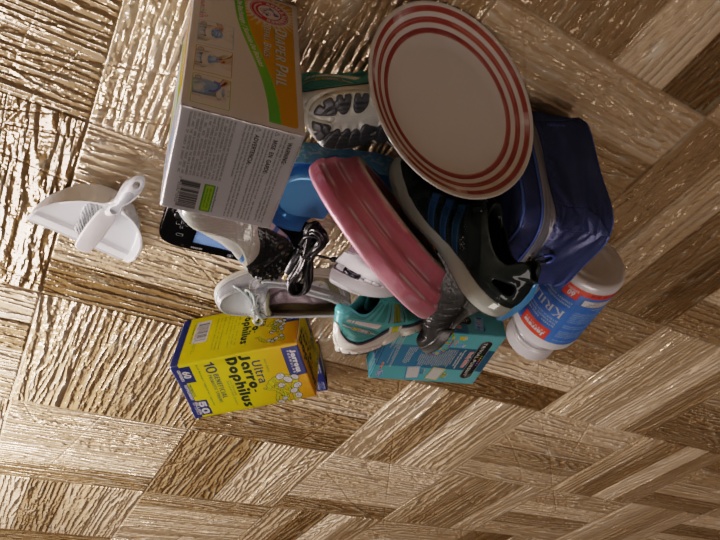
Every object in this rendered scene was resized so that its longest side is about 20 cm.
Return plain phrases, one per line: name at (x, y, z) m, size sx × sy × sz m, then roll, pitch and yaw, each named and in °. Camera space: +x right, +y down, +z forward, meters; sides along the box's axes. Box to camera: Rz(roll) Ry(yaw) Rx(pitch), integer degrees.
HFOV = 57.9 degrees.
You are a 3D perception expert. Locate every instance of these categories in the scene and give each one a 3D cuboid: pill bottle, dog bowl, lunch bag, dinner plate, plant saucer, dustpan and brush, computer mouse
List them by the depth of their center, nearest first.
dinner plate at (0.088, -0.163, 0.631) m, size 0.196 × 0.205 × 0.024 m, roll 17°, pitch 158°, yaw -27°
plant saucer at (0.026, -0.044, 0.684) m, size 0.051 × 0.202 × 0.200 m, roll -38°, pitch 134°, yaw 11°
lunch bag at (0.182, -0.079, 0.731) m, size 0.129 × 0.204 × 0.137 m, roll 8°, pitch 145°, yaw -13°
dustpan and brush at (-0.308, -0.070, 0.786) m, size 0.138 × 0.058 × 0.199 m, roll 27°, pitch 130°, yaw -33°
dog bowl at (-0.028, -0.099, 0.798) m, size 0.195 × 0.050 × 0.113 m, roll 6°, pitch 139°, yaw -14°
computer mouse at (0.000, 0.000, 0.837) m, size 0.196 × 0.044 × 0.111 m, roll 8°, pitch 128°, yaw -32°
pill bottle at (0.293, 0.046, 0.965) m, size 0.109 × 0.114 × 0.202 m, roll 5°, pitch 139°, yaw -14°

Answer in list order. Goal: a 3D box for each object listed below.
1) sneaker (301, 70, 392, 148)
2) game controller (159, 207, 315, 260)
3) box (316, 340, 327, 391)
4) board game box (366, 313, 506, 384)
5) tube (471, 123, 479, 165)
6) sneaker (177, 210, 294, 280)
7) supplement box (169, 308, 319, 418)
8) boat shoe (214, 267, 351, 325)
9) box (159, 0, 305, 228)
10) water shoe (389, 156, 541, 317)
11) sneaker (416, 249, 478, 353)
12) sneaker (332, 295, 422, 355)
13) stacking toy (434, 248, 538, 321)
sneaker at (0.022, -0.179, 0.677) m, size 0.196 × 0.080 × 0.079 m, roll -6°, pitch 135°, yaw -32°
game controller at (-0.159, -0.048, 0.849) m, size 0.196 × 0.043 × 0.105 m, roll 13°, pitch 137°, yaw -21°
box at (-0.160, 0.175, 1.124) m, size 0.194 × 0.033 × 0.123 m, roll -7°, pitch 140°, yaw 0°
board game box at (0.123, 0.127, 1.093) m, size 0.195 × 0.048 × 0.152 m, roll 6°, pitch 139°, yaw -15°
tube at (0.099, -0.105, 0.748) m, size 0.049 × 0.079 × 0.200 m, roll -10°, pitch 166°, yaw -10°
sneaker at (-0.144, -0.054, 0.778) m, size 0.071 × 0.073 × 0.200 m, roll -35°, pitch 140°, yaw 9°
supplement box at (-0.170, 0.133, 0.992) m, size 0.195 × 0.111 × 0.111 m, roll -12°, pitch 123°, yaw 7°
boat shoe at (-0.111, 0.040, 0.935) m, size 0.196 × 0.066 × 0.076 m, roll 0°, pitch 131°, yaw -9°
box at (-0.116, -0.158, 0.595) m, size 0.099 × 0.203 × 0.113 m, roll 10°, pitch 137°, yaw -20°
water shoe at (0.108, -0.052, 0.664) m, size 0.079 × 0.202 × 0.071 m, roll -44°, pitch 161°, yaw 30°
sneaker at (0.103, 0.025, 0.854) m, size 0.103 × 0.061 × 0.200 m, roll 33°, pitch 134°, yaw -7°
sneaker at (0.041, 0.054, 0.929) m, size 0.198 × 0.077 × 0.082 m, roll -22°, pitch 113°, yaw -39°
stacking toy at (0.139, -0.024, 0.885) m, size 0.195 × 0.112 × 0.117 m, roll 18°, pitch 144°, yaw -10°
